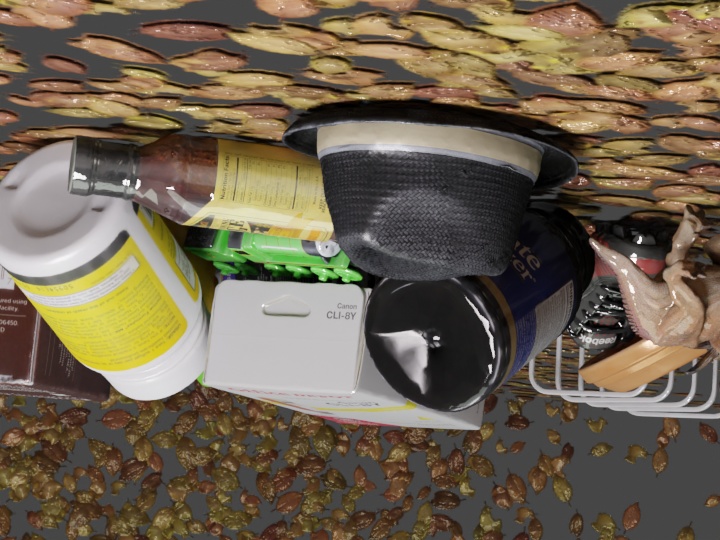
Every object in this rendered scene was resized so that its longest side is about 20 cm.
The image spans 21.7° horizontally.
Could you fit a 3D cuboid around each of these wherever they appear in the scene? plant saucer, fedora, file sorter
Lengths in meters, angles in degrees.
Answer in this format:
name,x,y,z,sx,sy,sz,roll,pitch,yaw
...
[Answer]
name,x,y,z,sx,sy,sz,roll,pitch,yaw
plant saucer,0.279,0.050,1.589,0.200,0.038,0.200,-30,176,-2
fedora,0.043,-0.043,1.216,0.200,0.092,0.201,4,172,1
file sorter,0.268,0.071,1.829,0.138,0.125,0.200,-1,170,36

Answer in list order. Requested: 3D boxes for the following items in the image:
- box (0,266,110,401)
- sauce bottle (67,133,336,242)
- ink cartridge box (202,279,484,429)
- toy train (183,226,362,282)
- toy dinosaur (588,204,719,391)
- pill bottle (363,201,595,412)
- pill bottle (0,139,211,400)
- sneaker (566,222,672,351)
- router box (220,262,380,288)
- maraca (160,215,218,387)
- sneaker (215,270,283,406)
name,x,y,z,sx,sy,sz,roll,pitch,yaw
box,-0.330,0.028,1.731,0.165,0.165,0.200,3,172,14
sauce bottle,-0.100,-0.061,1.298,0.199,0.066,0.066,7,172,-11
ink cartridge box,-0.008,0.069,1.475,0.145,0.084,0.200,1,168,32
toy train,-0.065,-0.020,1.420,0.056,0.042,0.200,27,165,-35
toy dinosaur,0.257,0.030,1.423,0.199,0.086,0.136,6,134,-21
pill bottle,0.095,0.018,1.372,0.112,0.112,0.200,1,-161,30
pill bottle,-0.186,0.006,1.396,0.114,0.115,0.200,2,146,23
sneaker,0.207,0.015,1.545,0.071,0.098,0.200,8,171,-8
router box,0.000,0.000,1.602,0.157,0.052,0.200,1,-177,30
maraca,-0.169,0.015,1.567,0.137,0.107,0.200,32,150,45
sneaker,-0.087,0.061,1.690,0.200,0.114,0.075,0,158,-36
